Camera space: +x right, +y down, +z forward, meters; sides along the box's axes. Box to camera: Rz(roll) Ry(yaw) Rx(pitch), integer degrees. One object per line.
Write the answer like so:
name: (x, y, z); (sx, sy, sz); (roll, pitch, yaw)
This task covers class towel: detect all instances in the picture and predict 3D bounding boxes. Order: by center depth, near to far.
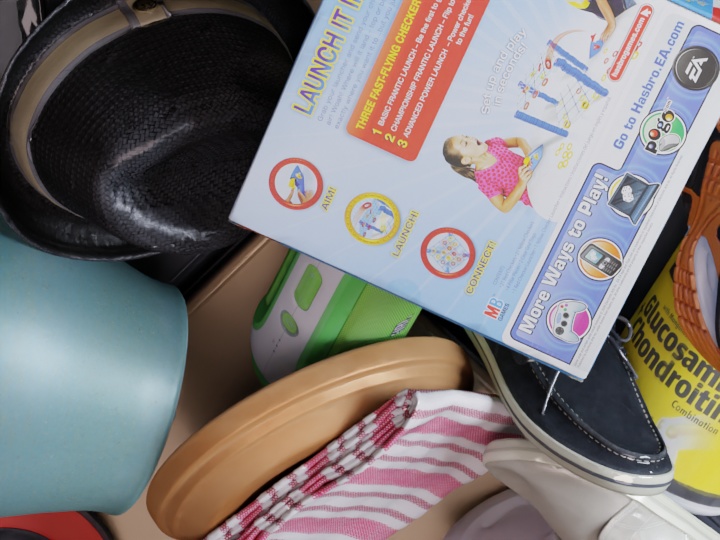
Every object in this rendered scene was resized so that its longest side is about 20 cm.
towel: (0.004, 0.129, 1.544); (0.200, 0.146, 0.030); (-38, 67, 26)

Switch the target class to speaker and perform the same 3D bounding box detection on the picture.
speaker: (0.000, 0.000, 1.507); (0.088, 0.089, 0.200); (19, 144, -7)

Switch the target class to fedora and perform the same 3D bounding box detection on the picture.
fedora: (-0.090, -0.066, 1.435); (0.200, 0.092, 0.201); (-18, 130, -23)

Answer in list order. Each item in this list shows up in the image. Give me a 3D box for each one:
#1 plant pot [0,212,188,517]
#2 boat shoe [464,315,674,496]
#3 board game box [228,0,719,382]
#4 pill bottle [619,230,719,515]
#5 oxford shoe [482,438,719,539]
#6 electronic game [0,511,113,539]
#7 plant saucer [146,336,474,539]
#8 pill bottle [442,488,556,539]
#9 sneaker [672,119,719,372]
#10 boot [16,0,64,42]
plant pot: (-0.202, 0.050, 1.527); (0.187, 0.200, 0.201); (15, 115, -18)
boat shoe: (0.111, 0.044, 1.512); (0.074, 0.200, 0.062); (0, 131, -34)
board game box: (0.064, -0.076, 1.346); (0.195, 0.056, 0.200); (25, 114, -2)
pill bottle: (0.214, 0.030, 1.536); (0.112, 0.112, 0.200); (25, 116, -10)
oxford shoe: (0.149, 0.155, 1.536); (0.200, 0.075, 0.058); (34, 70, -18)
electronic game: (-0.226, 0.216, 1.633); (0.199, 0.042, 0.201); (-13, 114, -31)
plant saucer: (-0.023, 0.105, 1.551); (0.200, 0.200, 0.038); (-34, 67, 16)
pill bottle: (0.128, 0.232, 1.638); (0.110, 0.111, 0.200); (-21, 112, 11)
sneaker: (0.209, -0.050, 1.411); (0.092, 0.076, 0.201); (-18, 121, -28)
boot: (-0.098, -0.174, 1.475); (0.167, 0.076, 0.201); (-2, 109, 7)
